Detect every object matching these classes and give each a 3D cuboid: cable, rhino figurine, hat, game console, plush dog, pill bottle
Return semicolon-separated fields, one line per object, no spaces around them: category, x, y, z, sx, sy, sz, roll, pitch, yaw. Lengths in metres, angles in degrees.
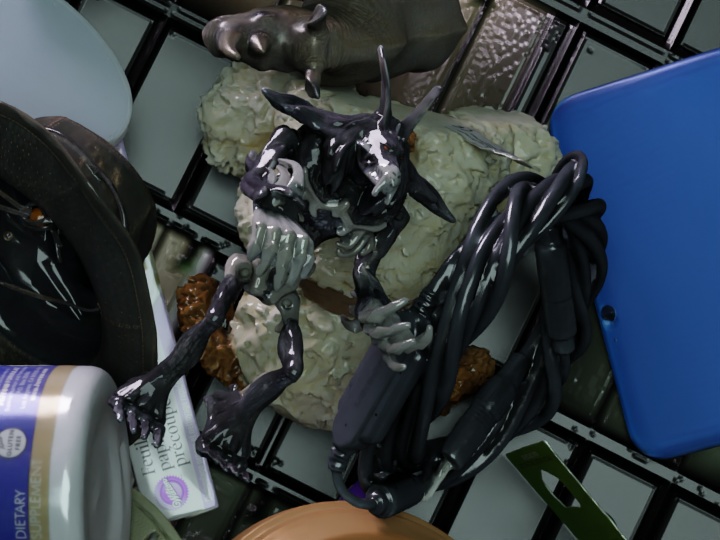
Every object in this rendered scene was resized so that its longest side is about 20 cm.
cable;0.069;0.033;1.215;0.051;0.163;0.201;37;106;30
rhino figurine;-0.014;-0.121;1.237;0.087;0.200;0.060;18;109;22
hat;-0.149;-0.015;1.220;0.201;0.201;0.081;47;50;2
game console;0.219;-0.018;1.331;0.170;0.118;0.201;-10;84;-37
plush dog;0.000;0.000;1.260;0.199;0.161;0.173;13;106;-3
pill bottle;-0.213;0.104;1.155;0.198;0.120;0.121;-1;84;7

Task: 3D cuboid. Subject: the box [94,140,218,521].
box;-0.117;0.031;1.288;0.038;0.041;0.201;-15;84;-5

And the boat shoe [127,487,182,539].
boat shoe;-0.142;0.132;1.238;0.200;0.068;0.075;42;79;18

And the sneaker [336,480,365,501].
sneaker;-0.064;0.170;1.263;0.099;0.070;0.200;35;76;15

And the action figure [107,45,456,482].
action figure;-0.022;0.001;1.120;0.119;0.102;0.201;31;97;-31

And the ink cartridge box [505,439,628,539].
ink cartridge box;0.118;0.187;1.235;0.076;0.148;0.200;-39;87;-7

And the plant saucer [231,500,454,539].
plant saucer;0.004;0.205;1.189;0.199;0.037;0.202;9;69;-24

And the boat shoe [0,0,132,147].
boat shoe;-0.212;-0.114;1.278;0.201;0.086;0.075;30;64;-7
